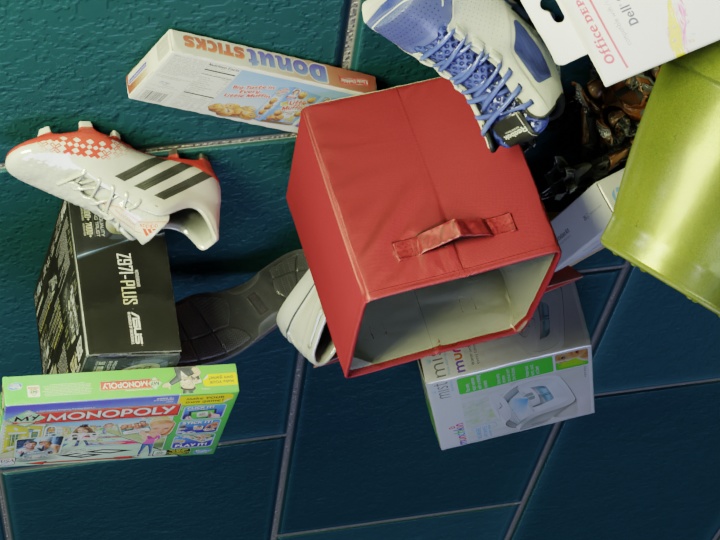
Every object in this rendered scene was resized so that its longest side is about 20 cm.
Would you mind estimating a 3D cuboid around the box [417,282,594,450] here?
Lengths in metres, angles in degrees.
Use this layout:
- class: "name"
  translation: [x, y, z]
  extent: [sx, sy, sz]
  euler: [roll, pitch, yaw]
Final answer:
- class: "box"
  translation: [0.148, 0.092, 2.168]
  extent: [0.175, 0.097, 0.200]
  euler: [-14, 155, 0]

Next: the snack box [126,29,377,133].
- class: "snack box"
  translation: [-0.085, -0.148, 1.675]
  extent: [0.199, 0.024, 0.072]
  euler: [9, 146, -35]

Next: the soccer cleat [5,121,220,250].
- class: "soccer cleat"
  translation: [-0.200, -0.066, 1.724]
  extent: [0.199, 0.086, 0.069]
  euler: [11, 147, -38]

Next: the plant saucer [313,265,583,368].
- class: "plant saucer"
  translation: [0.076, 0.034, 1.950]
  extent: [0.199, 0.037, 0.200]
  euler: [-15, 174, -32]

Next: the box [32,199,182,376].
- class: "box"
  translation: [-0.228, 0.045, 1.845]
  extent: [0.086, 0.165, 0.200]
  euler: [-1, 152, -19]

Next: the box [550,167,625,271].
- class: "box"
  translation: [0.261, -0.074, 1.830]
  extent: [0.199, 0.041, 0.156]
  euler: [-28, 172, -24]

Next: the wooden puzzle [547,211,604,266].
- class: "wooden puzzle"
  translation: [0.149, -0.027, 1.963]
  extent: [0.199, 0.037, 0.185]
  euler: [-6, 169, -21]

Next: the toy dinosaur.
- class: "toy dinosaur"
  translation: [0.211, -0.117, 1.788]
  extent: [0.135, 0.102, 0.201]
  euler: [-20, 135, -20]

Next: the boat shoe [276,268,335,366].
- class: "boat shoe"
  translation: [0.000, 0.000, 1.891]
  extent: [0.073, 0.065, 0.201]
  euler: [-2, 132, -47]

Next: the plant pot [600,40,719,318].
- class: "plant pot"
  translation: [0.293, -0.072, 1.666]
  extent: [0.200, 0.200, 0.194]
  euler: [26, 97, -51]

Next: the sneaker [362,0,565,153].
- class: "sneaker"
  translation: [0.101, -0.160, 1.621]
  extent: [0.199, 0.116, 0.080]
  euler: [16, 142, -43]

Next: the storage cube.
- class: "storage cube"
  translation: [0.048, -0.041, 1.731]
  extent: [0.170, 0.181, 0.200]
  euler: [-14, 158, -12]

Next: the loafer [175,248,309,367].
- class: "loafer"
  translation: [-0.116, 0.048, 1.957]
  extent: [0.199, 0.072, 0.063]
  euler: [-27, 163, -17]

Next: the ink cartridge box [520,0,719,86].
- class: "ink cartridge box"
  translation: [0.212, -0.217, 1.555]
  extent: [0.199, 0.067, 0.117]
  euler: [-22, 120, 21]

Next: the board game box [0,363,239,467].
- class: "board game box"
  translation: [-0.214, 0.126, 1.795]
  extent: [0.199, 0.029, 0.135]
  euler: [-3, 153, -16]
